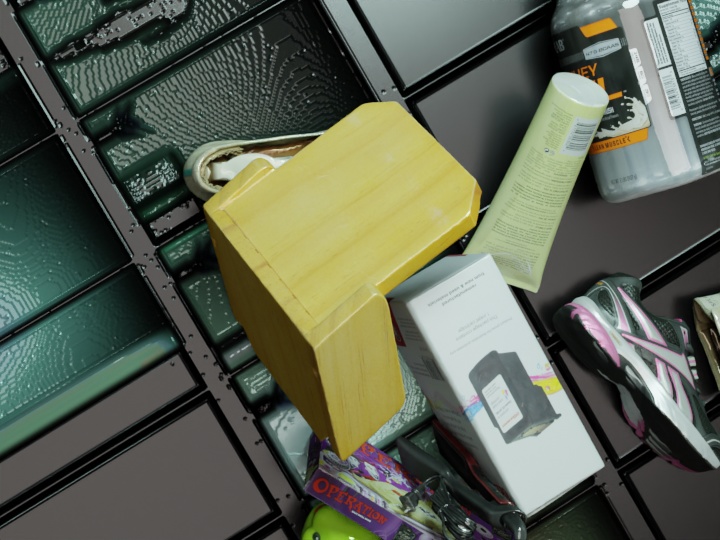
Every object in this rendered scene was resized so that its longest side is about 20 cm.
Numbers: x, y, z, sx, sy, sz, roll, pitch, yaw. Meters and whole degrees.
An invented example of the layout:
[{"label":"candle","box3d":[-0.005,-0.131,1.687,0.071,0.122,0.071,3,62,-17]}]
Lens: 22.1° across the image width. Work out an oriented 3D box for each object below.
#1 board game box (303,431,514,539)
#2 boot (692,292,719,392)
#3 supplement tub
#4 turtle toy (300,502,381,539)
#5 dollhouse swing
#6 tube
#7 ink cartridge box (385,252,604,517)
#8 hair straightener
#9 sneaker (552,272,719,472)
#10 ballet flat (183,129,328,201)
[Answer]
[{"label":"board game box","box3d":[0.044,0.202,1.535,0.200,0.120,0.032,32,100,-8]},{"label":"boot","box3d":[0.365,0.005,1.615,0.154,0.072,0.201,-12,93,-7]},{"label":"supplement tub","box3d":[0.234,-0.168,1.564,0.122,0.123,0.201,-18,92,-9]},{"label":"turtle toy","box3d":[0.023,0.276,1.539,0.146,0.101,0.200,-38,87,-7]},{"label":"dollhouse swing","box3d":[0.000,0.000,1.471,0.175,0.200,0.182,-27,134,-15]},{"label":"tube","box3d":[0.147,-0.071,1.554,0.058,0.052,0.201,39,126,27]},{"label":"ink cartridge box","box3d":[0.104,0.092,1.532,0.083,0.146,0.201,-30,95,-10]},{"label":"hair straightener","box3d":[0.073,0.188,1.489,0.077,0.200,0.041,-23,122,-14]},{"label":"sneaker","box3d":[0.262,0.085,1.596,0.086,0.080,0.200,-42,102,-17]},{"label":"ballet flat","box3d":[-0.048,-0.084,1.548,0.199,0.062,0.068,-8,92,-10]}]
